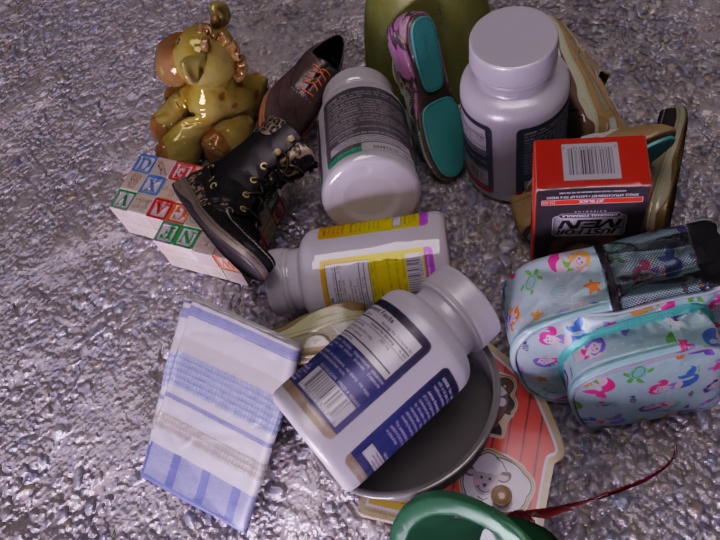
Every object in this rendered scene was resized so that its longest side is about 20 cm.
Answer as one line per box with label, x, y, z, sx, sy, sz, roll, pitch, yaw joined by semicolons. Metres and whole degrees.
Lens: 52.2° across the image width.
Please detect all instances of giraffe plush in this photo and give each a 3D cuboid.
giraffe plush;-0.201;-0.244;0.955;0.197;0.163;0.174;-19;57;1

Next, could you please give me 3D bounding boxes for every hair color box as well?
hair color box;0.217;-0.040;0.718;0.100;0.201;0.062;-1;57;12

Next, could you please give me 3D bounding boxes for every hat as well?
hat;0.153;0.244;0.655;0.198;0.168;0.175;6;16;41

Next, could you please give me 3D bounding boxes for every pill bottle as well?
pill bottle;0.000;0.000;0.800;0.197;0.105;0.106;-7;58;8
pill bottle;0.028;0.089;0.663;0.199;0.111;0.111;-40;59;-11
pill bottle;0.005;-0.148;0.870;0.111;0.114;0.202;-11;45;5
pill bottle;0.171;-0.181;0.814;0.118;0.201;0.121;-5;58;8

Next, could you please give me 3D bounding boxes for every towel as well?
towel;-0.143;0.141;0.741;0.145;0.024;0.203;19;97;23

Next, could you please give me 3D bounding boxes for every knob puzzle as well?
knob puzzle;0.102;0.157;0.727;0.216;0.031;0.222;-6;58;9

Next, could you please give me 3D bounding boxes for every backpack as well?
backpack;0.232;0.056;0.674;0.197;0.178;0.152;-8;56;17

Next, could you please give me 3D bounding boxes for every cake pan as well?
cake pan;0.044;0.135;0.721;0.197;0.037;0.202;-16;45;16

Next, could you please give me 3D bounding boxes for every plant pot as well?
plant pot;0.081;-0.344;0.933;0.184;0.201;0.190;-5;58;9

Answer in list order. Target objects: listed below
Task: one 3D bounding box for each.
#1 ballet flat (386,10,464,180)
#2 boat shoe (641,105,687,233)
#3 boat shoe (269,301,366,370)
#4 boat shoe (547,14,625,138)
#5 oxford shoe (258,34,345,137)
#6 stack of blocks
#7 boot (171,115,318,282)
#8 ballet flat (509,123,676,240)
ballet flat;0.077;-0.209;0.895;0.069;0.203;0.071;-26;19;-27
boat shoe;0.317;-0.116;0.807;0.065;0.072;0.202;10;50;21
boat shoe;-0.076;0.094;0.764;0.198;0.073;0.064;-23;74;19
boat shoe;0.271;-0.236;0.914;0.075;0.072;0.203;-7;64;-9
oxford shoe;-0.073;-0.238;0.948;0.071;0.072;0.202;32;50;-15
stack of blocks;-0.208;-0.066;0.912;0.197;0.059;0.116;14;64;20
boot;-0.111;-0.087;0.811;0.150;0.074;0.200;-40;43;-9
ballet flat;0.232;-0.106;0.775;0.200;0.068;0.064;-39;64;38
